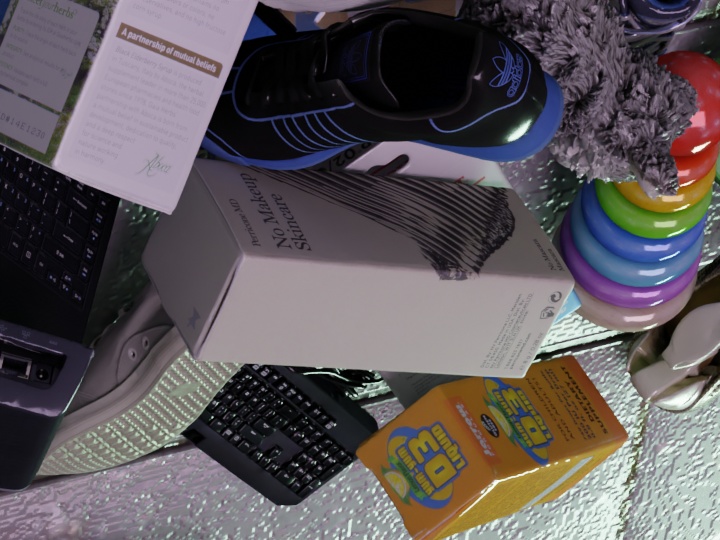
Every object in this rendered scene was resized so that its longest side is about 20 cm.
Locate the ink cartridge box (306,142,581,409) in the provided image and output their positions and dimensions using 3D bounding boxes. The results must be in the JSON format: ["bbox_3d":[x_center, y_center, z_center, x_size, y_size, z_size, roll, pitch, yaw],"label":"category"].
[{"bbox_3d":[0.025,-0.023,1.524,0.115,0.068,0.200,-34,139,0],"label":"ink cartridge box"}]

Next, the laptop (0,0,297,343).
[{"bbox_3d":[-0.136,-0.067,1.362,0.103,0.200,0.177,-6,149,35],"label":"laptop"}]

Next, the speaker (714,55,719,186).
[{"bbox_3d":[0.265,-0.124,1.587,0.200,0.088,0.088,-41,136,5],"label":"speaker"}]

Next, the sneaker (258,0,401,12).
[{"bbox_3d":[-0.019,-0.144,1.261,0.200,0.080,0.077,-2,107,-43],"label":"sneaker"}]

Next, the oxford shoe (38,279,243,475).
[{"bbox_3d":[-0.115,0.051,1.497,0.075,0.058,0.200,-3,153,-38],"label":"oxford shoe"}]

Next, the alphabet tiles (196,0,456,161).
[{"bbox_3d":[-0.026,-0.114,1.468,0.166,0.006,0.200,-18,134,-18],"label":"alphabet tiles"}]

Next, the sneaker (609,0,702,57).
[{"bbox_3d":[0.138,-0.145,1.489,0.077,0.085,0.200,-21,135,-16],"label":"sneaker"}]

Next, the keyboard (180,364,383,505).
[{"bbox_3d":[-0.052,0.068,1.581,0.104,0.040,0.200,-42,137,7],"label":"keyboard"}]

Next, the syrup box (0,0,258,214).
[{"bbox_3d":[-0.096,-0.138,1.305,0.081,0.079,0.200,21,93,-44],"label":"syrup box"}]

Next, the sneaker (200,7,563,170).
[{"bbox_3d":[-0.008,-0.090,1.326,0.078,0.200,0.070,38,57,-56],"label":"sneaker"}]

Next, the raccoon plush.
[{"bbox_3d":[0.111,-0.104,1.367,0.200,0.134,0.097,115,-2,-74],"label":"raccoon plush"}]

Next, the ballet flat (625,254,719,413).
[{"bbox_3d":[0.193,0.037,1.648,0.075,0.068,0.200,-40,172,-36],"label":"ballet flat"}]

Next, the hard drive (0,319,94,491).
[{"bbox_3d":[-0.236,0.051,1.358,0.200,0.042,0.135,14,152,-11],"label":"hard drive"}]

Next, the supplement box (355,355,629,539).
[{"bbox_3d":[0.077,0.098,1.603,0.069,0.067,0.200,-40,167,25],"label":"supplement box"}]

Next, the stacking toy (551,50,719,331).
[{"bbox_3d":[0.156,-0.051,1.539,0.085,0.085,0.200,-20,153,-17],"label":"stacking toy"}]

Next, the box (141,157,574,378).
[{"bbox_3d":[0.000,0.000,1.419,0.200,0.082,0.068,4,128,-35],"label":"box"}]
